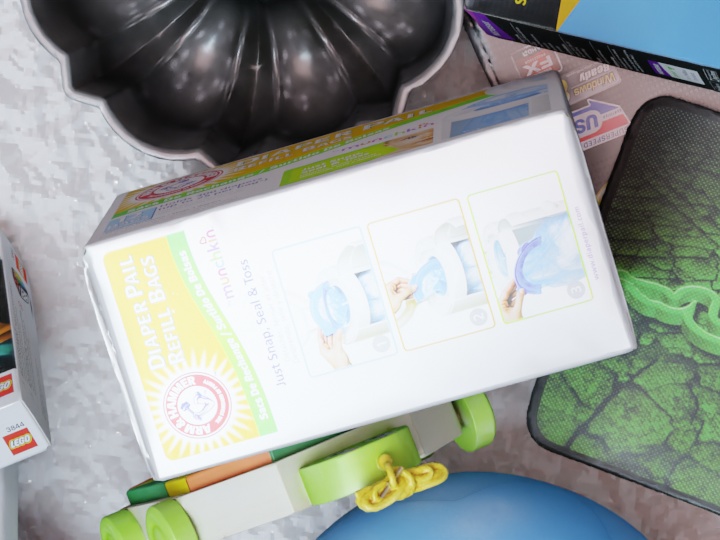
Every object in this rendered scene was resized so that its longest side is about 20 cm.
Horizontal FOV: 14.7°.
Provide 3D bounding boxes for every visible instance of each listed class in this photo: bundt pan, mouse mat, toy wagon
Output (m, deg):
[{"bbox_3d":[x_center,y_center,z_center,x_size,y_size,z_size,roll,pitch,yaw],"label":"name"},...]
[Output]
[{"bbox_3d":[-0.045,-0.143,1.205,0.202,0.076,0.202,1,97,7],"label":"bundt pan"},{"bbox_3d":[0.181,0.029,1.159,0.200,0.008,0.161,20,92,18],"label":"mouse mat"},{"bbox_3d":[-0.020,0.083,1.166,0.155,0.200,0.040,-22,90,-23],"label":"toy wagon"}]

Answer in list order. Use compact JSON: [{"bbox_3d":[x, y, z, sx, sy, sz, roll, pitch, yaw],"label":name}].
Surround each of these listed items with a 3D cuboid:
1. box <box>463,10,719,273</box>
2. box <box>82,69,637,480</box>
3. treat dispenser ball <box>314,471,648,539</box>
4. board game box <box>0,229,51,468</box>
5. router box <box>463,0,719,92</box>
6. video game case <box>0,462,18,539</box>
[{"bbox_3d":[0.165,-0.082,1.205,0.200,0.044,0.160,-23,93,8],"label":"box"},{"bbox_3d":[0.000,0.000,1.129,0.200,0.113,0.102,-16,101,5],"label":"box"},{"bbox_3d":[0.051,0.185,1.171,0.201,0.201,0.201,1,97,6],"label":"treat dispenser ball"},{"bbox_3d":[-0.237,0.065,1.223,0.200,0.126,0.035,-22,127,4],"label":"board game box"},{"bbox_3d":[0.143,-0.179,1.154,0.149,0.051,0.200,14,83,18],"label":"router box"},{"bbox_3d":[-0.234,0.117,1.209,0.182,0.200,0.023,-18,129,8],"label":"video game case"}]
